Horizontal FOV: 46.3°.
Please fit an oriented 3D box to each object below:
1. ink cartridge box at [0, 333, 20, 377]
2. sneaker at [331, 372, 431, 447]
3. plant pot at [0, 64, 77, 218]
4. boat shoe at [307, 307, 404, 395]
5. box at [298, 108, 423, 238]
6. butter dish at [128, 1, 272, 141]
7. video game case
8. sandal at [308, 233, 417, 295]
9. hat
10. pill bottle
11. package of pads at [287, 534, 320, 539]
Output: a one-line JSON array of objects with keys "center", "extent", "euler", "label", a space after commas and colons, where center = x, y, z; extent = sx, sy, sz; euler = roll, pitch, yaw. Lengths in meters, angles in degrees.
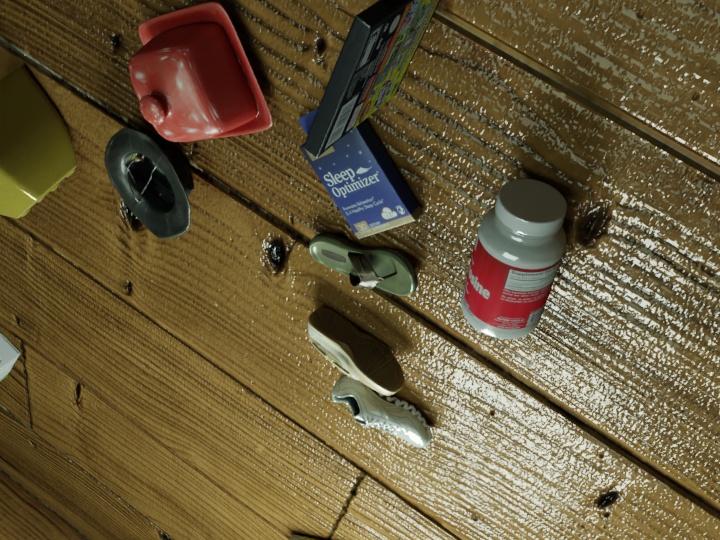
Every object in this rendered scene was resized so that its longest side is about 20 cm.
[{"center": [-1.035, 0.274, 2.314], "extent": [0.084, 0.146, 0.200], "euler": [47, 139, -3], "label": "ink cartridge box"}, {"center": [0.035, 0.253, 1.486], "extent": [0.200, 0.081, 0.075], "euler": [38, 138, 4], "label": "sneaker"}, {"center": [-0.644, -0.215, 1.545], "extent": [0.200, 0.194, 0.195], "euler": [48, 140, -16], "label": "plant pot"}, {"center": [-0.010, 0.146, 1.439], "extent": [0.200, 0.074, 0.069], "euler": [41, 143, 17], "label": "boat shoe"}, {"center": [-0.008, -0.145, 1.209], "extent": [0.121, 0.032, 0.200], "euler": [-16, 113, 46], "label": "box"}, {"center": [-0.258, -0.260, 1.218], "extent": [0.200, 0.148, 0.200], "euler": [1, 125, 38], "label": "butter dish"}, {"center": [0.019, -0.245, 0.982], "extent": [0.025, 0.181, 0.200], "euler": [38, 140, 8], "label": "video game case"}, {"center": [-0.001, 0.001, 1.308], "extent": [0.201, 0.057, 0.080], "euler": [16, 133, 28], "label": "sandal"}, {"center": [-0.337, -0.157, 1.427], "extent": [0.200, 0.081, 0.201], "euler": [20, 128, 29], "label": "hat"}, {"center": [0.201, -0.014, 1.091], "extent": [0.112, 0.112, 0.200], "euler": [26, 137, 19], "label": "pill bottle"}, {"center": [-0.082, 0.707, 1.985], "extent": [0.200, 0.068, 0.155], "euler": [-4, 122, 40], "label": "package of pads"}]
